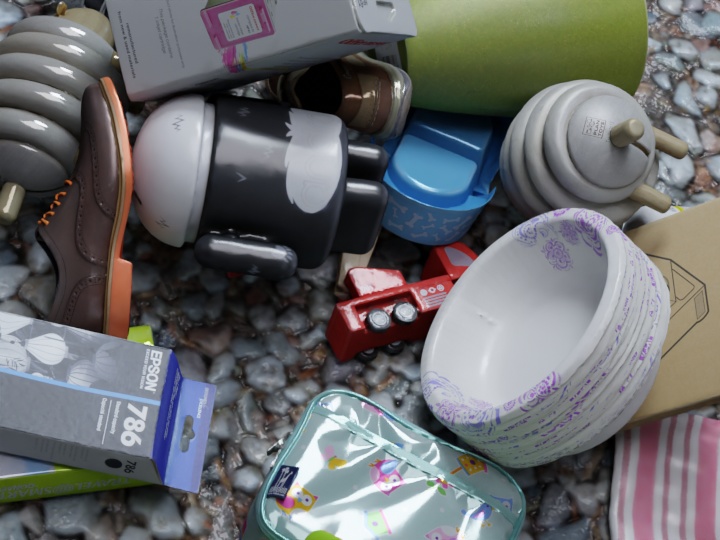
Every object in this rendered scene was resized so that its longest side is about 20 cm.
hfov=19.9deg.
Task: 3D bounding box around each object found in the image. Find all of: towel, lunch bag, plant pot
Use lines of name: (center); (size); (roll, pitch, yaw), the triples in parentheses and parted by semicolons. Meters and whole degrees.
towel: (0.297, 0.182, 1.649); (0.198, 0.030, 0.147); (13, 54, -8)
lunch bag: (0.017, 0.184, 1.535); (0.199, 0.077, 0.161); (28, 55, 2)
plant pot: (0.108, -0.205, 1.717); (0.198, 0.188, 0.188); (-14, 62, -22)

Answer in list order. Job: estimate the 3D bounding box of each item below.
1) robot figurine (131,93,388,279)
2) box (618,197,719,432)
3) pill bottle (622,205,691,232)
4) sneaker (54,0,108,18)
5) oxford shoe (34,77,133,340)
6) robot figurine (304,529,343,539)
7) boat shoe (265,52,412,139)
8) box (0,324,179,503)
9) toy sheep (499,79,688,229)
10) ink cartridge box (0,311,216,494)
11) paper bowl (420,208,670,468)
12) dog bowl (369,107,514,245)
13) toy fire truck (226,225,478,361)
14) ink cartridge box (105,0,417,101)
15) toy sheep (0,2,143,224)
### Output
robot figurine: (-0.080, -0.067, 1.591); (0.198, 0.150, 0.126); (9, 98, -9)
box: (0.226, 0.042, 1.631); (0.021, 0.199, 0.165); (29, 49, -49)
pill bottle: (0.323, 0.003, 1.727); (0.198, 0.110, 0.110); (2, 56, -15)
sneaker: (-0.178, -0.207, 1.722); (0.198, 0.078, 0.140); (10, 37, -9)
oxford shoe: (-0.208, -0.047, 1.539); (0.072, 0.071, 0.202); (1, 82, -10)
robot figurine: (-0.020, 0.274, 1.426); (0.198, 0.116, 0.177); (9, 91, 11)
boat shoe: (-0.033, -0.156, 1.695); (0.071, 0.200, 0.077); (4, 98, -31)
box: (-0.244, 0.109, 1.528); (0.198, 0.048, 0.123); (-5, 58, -19)
toy sheep: (0.183, -0.091, 1.650); (0.137, 0.200, 0.139); (6, 73, -20)
ink cartridge box: (-0.204, 0.094, 1.498); (0.198, 0.039, 0.100); (13, 53, -9)
paper bowl: (0.151, 0.060, 1.575); (0.104, 0.200, 0.202); (39, 47, -29)
dog bowl: (0.064, -0.092, 1.723); (0.111, 0.050, 0.200); (23, 36, 3)
toy fire truck: (0.000, 0.000, 1.673); (0.198, 0.049, 0.142); (-15, 60, -26)
ink cartridge box: (-0.073, -0.196, 1.583); (0.198, 0.144, 0.085); (-13, 91, 19)
toy sheep: (-0.245, -0.124, 1.629); (0.137, 0.138, 0.201); (19, 60, -3)
